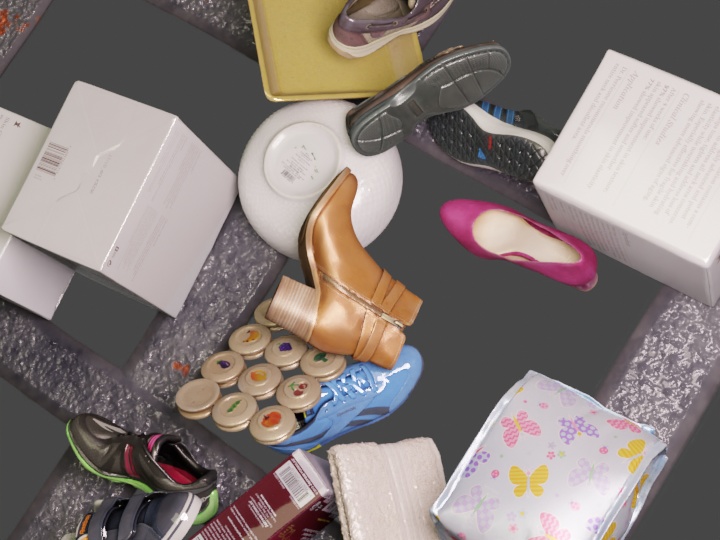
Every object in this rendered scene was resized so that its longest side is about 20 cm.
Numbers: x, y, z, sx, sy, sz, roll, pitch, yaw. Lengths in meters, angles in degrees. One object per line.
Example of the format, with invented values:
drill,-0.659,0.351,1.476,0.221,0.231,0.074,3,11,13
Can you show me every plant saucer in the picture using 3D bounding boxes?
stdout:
plant saucer,-0.036,-0.281,1.525,0.200,0.048,0.200,-4,69,-18

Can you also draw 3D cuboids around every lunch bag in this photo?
lunch bag,0.195,0.219,1.298,0.169,0.127,0.200,27,73,23

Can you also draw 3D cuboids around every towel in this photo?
towel,0.040,0.273,1.335,0.034,0.132,0.200,-36,60,50

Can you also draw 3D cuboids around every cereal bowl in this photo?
cereal bowl,-0.054,-0.115,1.497,0.200,0.083,0.200,-4,73,14

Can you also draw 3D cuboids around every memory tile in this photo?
memory tile,-0.096,0.105,1.416,0.153,0.017,0.200,15,46,30

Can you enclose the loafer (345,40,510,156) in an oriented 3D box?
loafer,0.069,-0.205,1.434,0.200,0.072,0.063,-30,42,4

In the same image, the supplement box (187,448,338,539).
supplement box,-0.110,0.282,1.380,0.200,0.109,0.061,-40,68,3

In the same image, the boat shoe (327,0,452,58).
boat shoe,0.047,-0.317,1.501,0.200,0.065,0.072,-34,80,-25

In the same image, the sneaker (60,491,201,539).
sneaker,-0.257,0.285,1.392,0.079,0.078,0.200,41,124,-16

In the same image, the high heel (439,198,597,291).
high heel,0.167,-0.037,1.400,0.200,0.096,0.067,33,85,22

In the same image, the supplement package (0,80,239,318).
supplement package,-0.270,-0.078,1.486,0.147,0.200,0.191,22,80,22

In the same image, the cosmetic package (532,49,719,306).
cosmetic package,0.314,-0.093,1.337,0.200,0.166,0.167,29,84,23

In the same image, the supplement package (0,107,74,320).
supplement package,-0.405,-0.066,1.546,0.111,0.156,0.200,22,81,21

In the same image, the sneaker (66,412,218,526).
sneaker,-0.239,0.207,1.448,0.200,0.077,0.084,26,119,13

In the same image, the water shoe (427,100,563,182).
water shoe,0.161,-0.152,1.460,0.200,0.079,0.072,34,129,39

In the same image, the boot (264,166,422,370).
boot,0.000,0.000,1.408,0.155,0.074,0.200,24,80,-6

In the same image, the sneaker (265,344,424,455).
sneaker,-0.021,0.141,1.414,0.200,0.078,0.066,-30,66,5
